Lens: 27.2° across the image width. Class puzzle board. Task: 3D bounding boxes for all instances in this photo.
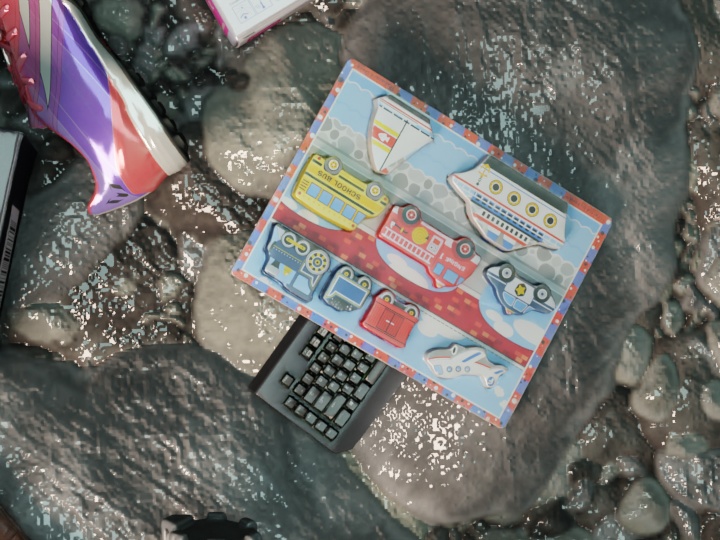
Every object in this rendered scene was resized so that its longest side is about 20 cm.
[{"bbox_3d":[0.042,-0.015,0.915,0.199,0.017,0.151,30,85,-13],"label":"puzzle board"}]

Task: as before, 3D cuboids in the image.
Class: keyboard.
[{"bbox_3d":[0.000,0.000,0.924,0.127,0.021,0.201,37,83,-6],"label":"keyboard"}]

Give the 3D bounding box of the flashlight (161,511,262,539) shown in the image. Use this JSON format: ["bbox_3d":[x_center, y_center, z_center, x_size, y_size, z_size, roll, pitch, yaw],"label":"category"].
[{"bbox_3d":[-0.078,0.245,0.863,0.067,0.068,0.202,-3,101,-20],"label":"flashlight"}]

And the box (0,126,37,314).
[{"bbox_3d":[-0.298,-0.022,0.837,0.199,0.107,0.150,12,87,-8],"label":"box"}]

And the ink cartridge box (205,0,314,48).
[{"bbox_3d":[-0.078,-0.253,0.910,0.119,0.042,0.201,-32,95,-8],"label":"ink cartridge box"}]

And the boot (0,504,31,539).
[{"bbox_3d":[-0.227,0.236,0.865,0.200,0.064,0.187,42,82,-9],"label":"boot"}]

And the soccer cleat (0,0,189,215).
[{"bbox_3d":[-0.184,-0.127,0.880,0.073,0.068,0.200,-36,95,0],"label":"soccer cleat"}]
